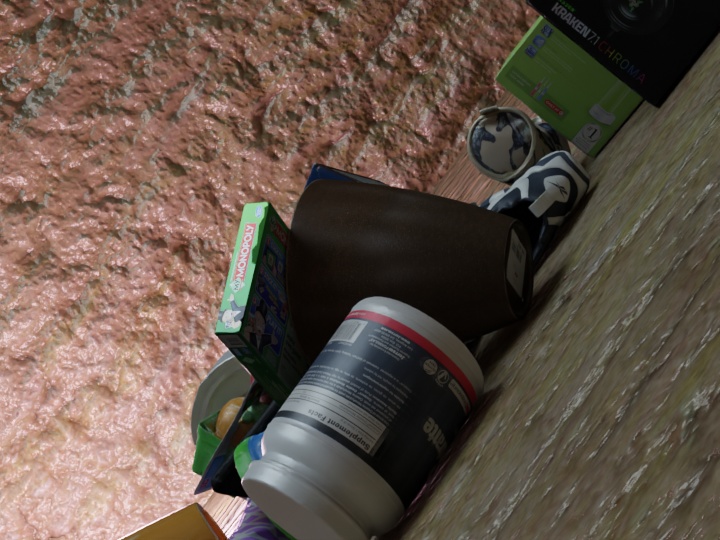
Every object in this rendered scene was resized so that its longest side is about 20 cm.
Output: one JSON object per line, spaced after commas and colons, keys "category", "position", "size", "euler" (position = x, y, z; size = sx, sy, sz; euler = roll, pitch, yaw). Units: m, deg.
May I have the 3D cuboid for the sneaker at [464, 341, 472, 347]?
{"category": "sneaker", "position": [0.071, 0.085, 1.650], "size": [0.091, 0.066, 0.200], "euler": [-49, 7, 25]}

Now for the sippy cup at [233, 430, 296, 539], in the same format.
{"category": "sippy cup", "position": [-0.038, 0.191, 1.626], "size": [0.130, 0.140, 0.178], "euler": [-42, 28, 11]}

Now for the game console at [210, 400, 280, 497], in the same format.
{"category": "game console", "position": [-0.046, 0.178, 1.732], "size": [0.176, 0.031, 0.200], "euler": [11, -55, -47]}

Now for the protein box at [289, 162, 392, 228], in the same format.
{"category": "protein box", "position": [0.001, -0.018, 2.143], "size": [0.200, 0.134, 0.200], "euler": [9, -76, -64]}

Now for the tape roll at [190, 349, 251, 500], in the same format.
{"category": "tape roll", "position": [-0.102, 0.181, 1.941], "size": [0.203, 0.202, 0.071], "euler": [-51, 3, 17]}

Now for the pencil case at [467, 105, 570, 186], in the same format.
{"category": "pencil case", "position": [0.179, -0.137, 1.797], "size": [0.077, 0.090, 0.200], "euler": [-29, -11, 17]}

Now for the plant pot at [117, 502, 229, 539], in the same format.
{"category": "plant pot", "position": [-0.231, 0.379, 1.899], "size": [0.183, 0.201, 0.200], "euler": [-37, 2, -4]}

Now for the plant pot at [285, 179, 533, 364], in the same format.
{"category": "plant pot", "position": [0.057, 0.001, 1.519], "size": [0.198, 0.188, 0.187], "euler": [-3, 28, 23]}

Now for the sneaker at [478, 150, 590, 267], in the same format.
{"category": "sneaker", "position": [0.148, -0.032, 1.678], "size": [0.199, 0.080, 0.130], "euler": [-37, 4, 40]}

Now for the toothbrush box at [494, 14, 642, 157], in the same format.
{"category": "toothbrush box", "position": [0.269, -0.253, 1.784], "size": [0.200, 0.145, 0.086], "euler": [-52, 2, 29]}

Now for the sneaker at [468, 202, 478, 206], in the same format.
{"category": "sneaker", "position": [0.134, -0.048, 2.049], "size": [0.074, 0.088, 0.200], "euler": [-52, 4, -22]}

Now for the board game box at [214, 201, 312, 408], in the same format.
{"category": "board game box", "position": [-0.070, 0.046, 1.503], "size": [0.200, 0.029, 0.136], "euler": [55, -142, -52]}

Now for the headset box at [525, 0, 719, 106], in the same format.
{"category": "headset box", "position": [0.297, -0.302, 1.650], "size": [0.200, 0.174, 0.093], "euler": [-51, 3, 10]}

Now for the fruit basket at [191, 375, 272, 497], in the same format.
{"category": "fruit basket", "position": [-0.102, 0.153, 1.801], "size": [0.201, 0.093, 0.185], "euler": [-56, -10, 18]}

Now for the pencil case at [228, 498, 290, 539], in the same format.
{"category": "pencil case", "position": [-0.108, 0.295, 1.808], "size": [0.084, 0.085, 0.200], "euler": [-50, 5, 20]}

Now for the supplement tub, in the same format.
{"category": "supplement tub", "position": [0.003, 0.137, 1.387], "size": [0.201, 0.140, 0.140], "euler": [-54, 3, -20]}
